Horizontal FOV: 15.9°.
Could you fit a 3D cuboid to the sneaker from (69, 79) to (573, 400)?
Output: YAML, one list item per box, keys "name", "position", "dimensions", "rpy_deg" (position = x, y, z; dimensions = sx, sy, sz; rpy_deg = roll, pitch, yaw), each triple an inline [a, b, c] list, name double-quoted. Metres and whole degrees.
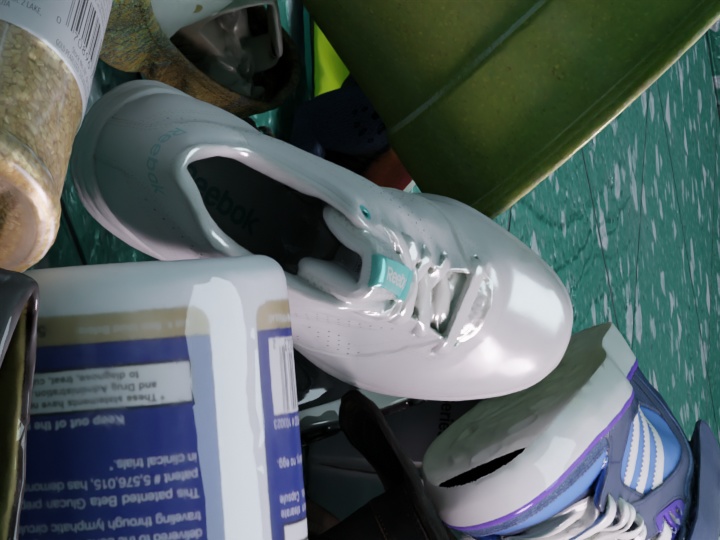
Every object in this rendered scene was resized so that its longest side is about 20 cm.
- name: "sneaker"
  position: [0.000, 0.000, 0.875]
  dimensions: [0.088, 0.200, 0.075]
  rpy_deg: [18, -94, 62]

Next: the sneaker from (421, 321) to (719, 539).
- name: "sneaker"
  position: [0.100, 0.110, 1.034]
  dimensions: [0.147, 0.081, 0.200]
  rpy_deg: [64, 18, -5]

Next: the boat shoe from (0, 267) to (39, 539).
- name: "boat shoe"
  position: [-0.117, 0.093, 0.702]
  dimensions: [0.073, 0.065, 0.200]
  rpy_deg: [29, 59, -76]

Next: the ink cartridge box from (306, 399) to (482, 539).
- name: "ink cartridge box"
  position: [0.026, 0.098, 1.187]
  dimensions: [0.200, 0.083, 0.147]
  rpy_deg: [90, 7, -46]

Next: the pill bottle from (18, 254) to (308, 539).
- name: "pill bottle"
  position: [-0.071, 0.098, 0.797]
  dimensions: [0.111, 0.111, 0.200]
  rpy_deg: [0, 85, -77]

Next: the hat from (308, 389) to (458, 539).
- name: "hat"
  position: [0.017, 0.147, 0.930]
  dimensions: [0.201, 0.081, 0.201]
  rpy_deg: [58, -8, 13]

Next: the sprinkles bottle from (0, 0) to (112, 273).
- name: "sprinkles bottle"
  position: [-0.108, -0.091, 0.792]
  dimensions: [0.068, 0.068, 0.200]
  rpy_deg: [72, 20, -46]

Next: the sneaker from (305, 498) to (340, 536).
- name: "sneaker"
  position: [-0.035, 0.147, 1.027]
  dimensions: [0.200, 0.070, 0.076]
  rpy_deg: [61, 33, -58]

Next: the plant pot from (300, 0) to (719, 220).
- name: "plant pot"
  position: [0.038, -0.145, 0.987]
  dimensions: [0.190, 0.200, 0.200]
  rpy_deg: [47, 20, -4]

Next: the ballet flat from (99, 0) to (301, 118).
- name: "ballet flat"
  position: [-0.068, -0.102, 0.966]
  dimensions: [0.200, 0.071, 0.071]
  rpy_deg: [45, 43, -70]

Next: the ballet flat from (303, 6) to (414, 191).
- name: "ballet flat"
  position: [0.001, -0.072, 1.249]
  dimensions: [0.067, 0.067, 0.200]
  rpy_deg: [66, 24, -57]

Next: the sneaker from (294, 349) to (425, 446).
- name: "sneaker"
  position: [-0.019, 0.023, 1.033]
  dimensions: [0.200, 0.076, 0.088]
  rpy_deg: [-18, 85, -41]

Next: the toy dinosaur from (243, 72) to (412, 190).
- name: "toy dinosaur"
  position: [0.029, -0.084, 1.120]
  dimensions: [0.200, 0.181, 0.105]
  rpy_deg: [66, 18, 4]
